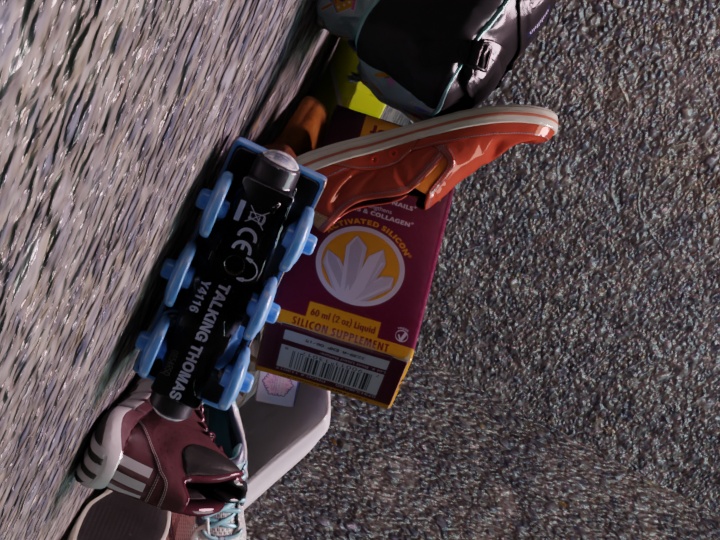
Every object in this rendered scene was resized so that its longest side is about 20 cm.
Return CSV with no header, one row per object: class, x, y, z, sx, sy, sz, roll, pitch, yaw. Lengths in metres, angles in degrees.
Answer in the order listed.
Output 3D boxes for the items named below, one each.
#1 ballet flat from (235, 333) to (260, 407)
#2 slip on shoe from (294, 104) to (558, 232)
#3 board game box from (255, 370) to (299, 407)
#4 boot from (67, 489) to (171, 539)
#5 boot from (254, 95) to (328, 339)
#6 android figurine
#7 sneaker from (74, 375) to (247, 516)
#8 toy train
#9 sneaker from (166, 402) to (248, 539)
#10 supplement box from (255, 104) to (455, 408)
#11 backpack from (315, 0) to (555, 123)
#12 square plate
ballet flat,-0.133,0.095,1.494,0.201,0.065,0.071,-62,178,-25
slip on shoe,0.048,-0.075,1.109,0.074,0.199,0.062,142,-68,-82
board game box,-0.056,-0.003,1.513,0.200,0.041,0.200,-78,179,-62
boot,-0.214,0.244,1.314,0.145,0.072,0.200,-62,-177,30
boot,-0.086,-0.031,1.228,0.200,0.068,0.189,-72,178,-69
android figurine,-0.015,-0.130,1.336,0.182,0.041,0.201,-103,-144,-61
sneaker,-0.131,0.132,1.169,0.076,0.115,0.200,-63,178,24
toy train,-0.091,0.005,1.051,0.114,0.086,0.201,-92,-154,-74
sneaker,-0.136,0.189,1.379,0.086,0.077,0.201,-24,-107,60
supplement box,0.001,-0.012,1.176,0.086,0.110,0.201,110,-3,-59
backpack,0.060,-0.199,1.148,0.176,0.153,0.200,-56,170,-3
square plate,-0.092,0.164,1.517,0.200,0.028,0.198,-42,-165,16
